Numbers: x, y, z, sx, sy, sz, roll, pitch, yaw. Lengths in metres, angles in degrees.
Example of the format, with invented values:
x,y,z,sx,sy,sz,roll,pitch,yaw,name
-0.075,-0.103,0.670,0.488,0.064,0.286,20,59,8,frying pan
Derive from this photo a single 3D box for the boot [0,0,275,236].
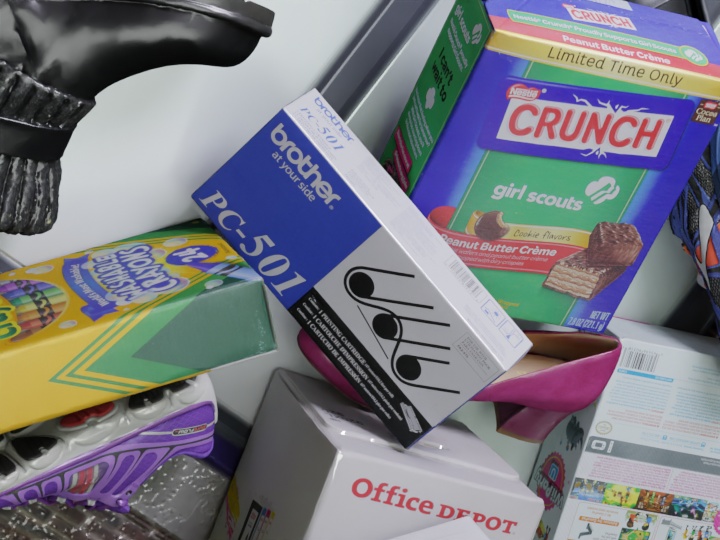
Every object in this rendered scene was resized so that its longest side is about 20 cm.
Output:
x,y,z,sx,sy,sz,roll,pitch,yaw,name
-0.161,-0.096,1.319,0.211,0.079,0.158,6,99,-12,boot

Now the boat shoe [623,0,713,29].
x,y,z,sx,sy,sz,roll,pitch,yaw,name
0.178,-0.185,1.433,0.075,0.062,0.200,-24,113,-10,boat shoe

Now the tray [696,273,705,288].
x,y,z,sx,sy,sz,roll,pitch,yaw,name
0.303,-0.063,1.510,0.022,0.107,0.200,3,110,-57,tray

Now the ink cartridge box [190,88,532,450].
x,y,z,sx,sy,sz,roll,pitch,yaw,name
0.000,0.000,1.365,0.200,0.044,0.094,50,124,1,ink cartridge box

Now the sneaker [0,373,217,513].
x,y,z,sx,sy,sz,roll,pitch,yaw,name
-0.176,0.121,1.392,0.200,0.081,0.083,-19,119,-15,sneaker

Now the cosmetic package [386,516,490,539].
x,y,z,sx,sy,sz,roll,pitch,yaw,name
0.011,0.248,1.274,0.199,0.200,0.123,-15,109,-14,cosmetic package

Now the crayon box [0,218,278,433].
x,y,z,sx,sy,sz,roll,pitch,yaw,name
-0.163,0.034,1.338,0.200,0.126,0.052,-17,112,-15,crayon box

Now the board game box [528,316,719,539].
x,y,z,sx,sy,sz,roll,pitch,yaw,name
0.193,0.141,1.547,0.147,0.064,0.200,13,101,-23,board game box

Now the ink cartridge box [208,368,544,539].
x,y,z,sx,sy,sz,roll,pitch,yaw,name
-0.005,0.189,1.440,0.147,0.145,0.200,17,101,-24,ink cartridge box

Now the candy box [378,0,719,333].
x,y,z,sx,sy,sz,roll,pitch,yaw,name
0.109,-0.069,1.400,0.169,0.077,0.200,10,124,-22,candy box

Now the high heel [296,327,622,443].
x,y,z,sx,sy,sz,roll,pitch,yaw,name
0.063,0.047,1.446,0.200,0.067,0.096,15,132,-29,high heel

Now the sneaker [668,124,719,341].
x,y,z,sx,sy,sz,roll,pitch,yaw,name
0.242,-0.019,1.493,0.075,0.078,0.200,-10,96,-41,sneaker
